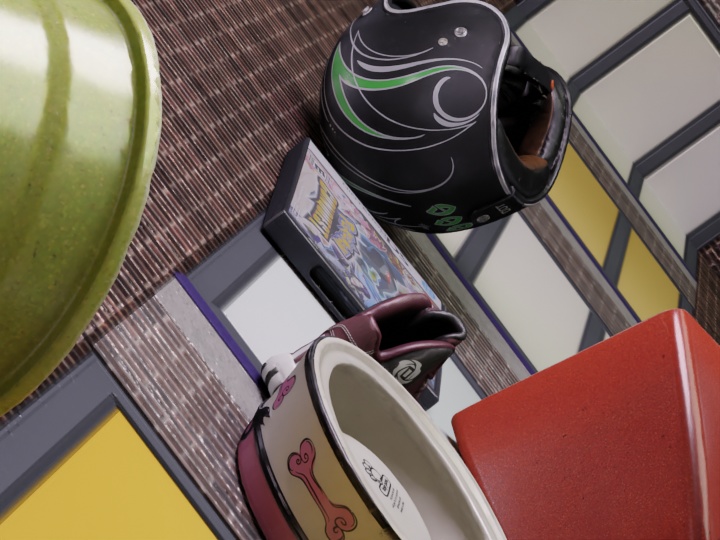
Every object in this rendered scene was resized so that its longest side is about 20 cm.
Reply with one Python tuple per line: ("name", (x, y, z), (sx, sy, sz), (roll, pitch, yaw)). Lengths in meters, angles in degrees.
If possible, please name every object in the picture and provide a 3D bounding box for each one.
("sneaker", (0.032, 0.075, 1.450), (0.200, 0.115, 0.076), (29, 28, -59))
("plant pot", (-0.210, -0.057, 0.878), (0.184, 0.200, 0.201), (25, 29, -39))
("helmet", (0.059, -0.130, 1.879), (0.200, 0.190, 0.201), (-7, 98, -60))
("dog bowl", (0.008, 0.139, 1.308), (0.200, 0.074, 0.200), (49, 15, -18))
("plant pot", (0.207, 0.181, 1.652), (0.200, 0.199, 0.177), (42, 29, -40))
("video game case", (0.000, 0.000, 1.714), (0.181, 0.025, 0.200), (51, 14, -12))
